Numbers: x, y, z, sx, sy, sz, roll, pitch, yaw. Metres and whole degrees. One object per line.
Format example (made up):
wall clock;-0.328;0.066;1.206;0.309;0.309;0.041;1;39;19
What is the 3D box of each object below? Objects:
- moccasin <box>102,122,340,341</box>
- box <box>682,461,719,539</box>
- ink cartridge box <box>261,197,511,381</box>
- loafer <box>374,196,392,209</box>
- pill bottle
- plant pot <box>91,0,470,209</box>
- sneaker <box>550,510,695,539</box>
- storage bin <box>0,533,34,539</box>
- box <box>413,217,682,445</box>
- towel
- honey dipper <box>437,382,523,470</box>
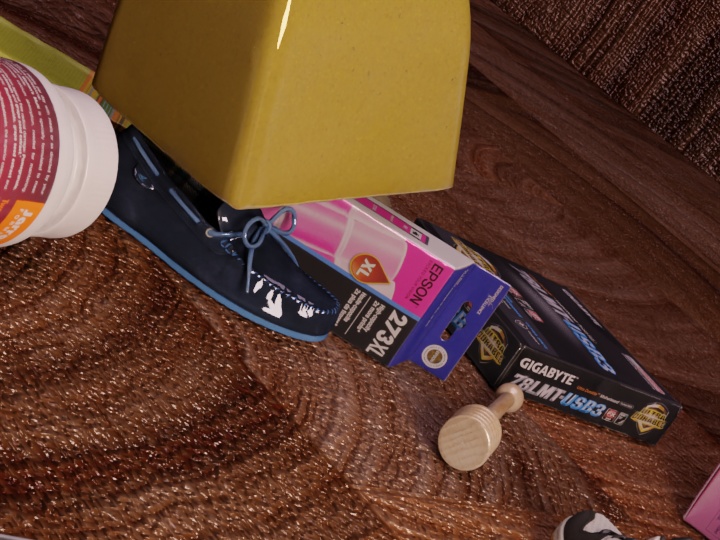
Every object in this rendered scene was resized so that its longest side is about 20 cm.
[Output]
moccasin;-0.095;-0.027;1.279;0.199;0.069;0.081;33;16;0
box;0.373;0.203;1.487;0.199;0.097;0.176;36;15;13
ink cartridge box;0.000;0.000;1.339;0.199;0.095;0.037;31;24;-9
loafer;-0.049;-0.087;1.569;0.200;0.076;0.067;49;18;15
pill bottle;-0.231;-0.070;1.056;0.109;0.110;0.199;41;17;26
plant pot;-0.040;-0.180;1.274;0.193;0.202;0.195;-8;34;-38
sneaker;0.176;0.191;1.136;0.075;0.088;0.200;25;15;-20
storage bin;-0.091;0.172;0.631;0.199;0.094;0.135;18;21;-42
box;0.146;0.052;1.582;0.197;0.050;0.200;21;20;-36
towel;-0.243;-0.161;1.491;0.199;0.018;0.086;30;15;-11
honey dipper;0.090;0.105;1.332;0.038;0.038;0.200;35;11;8
